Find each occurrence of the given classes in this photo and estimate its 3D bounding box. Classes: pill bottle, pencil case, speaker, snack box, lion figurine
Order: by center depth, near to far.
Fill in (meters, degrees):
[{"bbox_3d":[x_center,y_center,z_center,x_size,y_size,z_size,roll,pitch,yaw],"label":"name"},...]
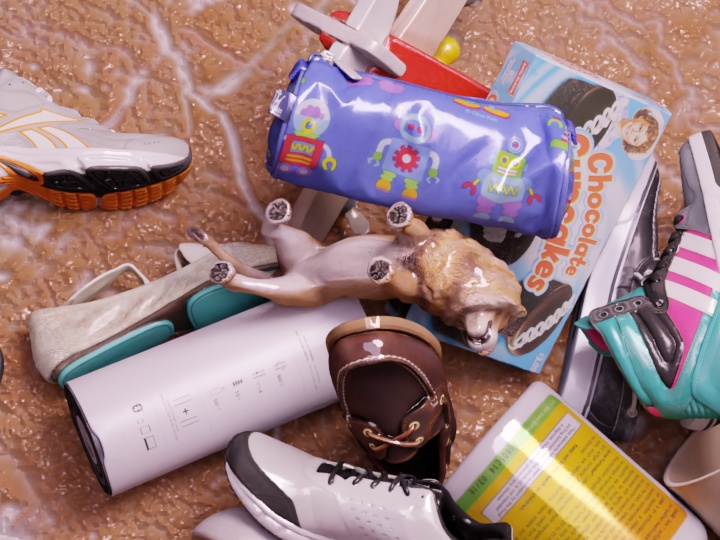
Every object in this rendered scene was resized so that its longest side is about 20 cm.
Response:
[{"bbox_3d":[0.038,-0.080,1.459,0.199,0.078,0.087,13,111,-5],"label":"pencil case"},{"bbox_3d":[0.000,0.000,1.487,0.200,0.122,0.073,9,78,25],"label":"lion figurine"},{"bbox_3d":[0.154,0.176,1.521,0.200,0.111,0.111,41,72,6],"label":"pill bottle"},{"bbox_3d":[-0.088,0.074,1.536,0.200,0.081,0.081,-22,77,-13],"label":"speaker"},{"bbox_3d":[0.111,-0.039,1.549,0.116,0.037,0.200,19,103,-29],"label":"snack box"}]

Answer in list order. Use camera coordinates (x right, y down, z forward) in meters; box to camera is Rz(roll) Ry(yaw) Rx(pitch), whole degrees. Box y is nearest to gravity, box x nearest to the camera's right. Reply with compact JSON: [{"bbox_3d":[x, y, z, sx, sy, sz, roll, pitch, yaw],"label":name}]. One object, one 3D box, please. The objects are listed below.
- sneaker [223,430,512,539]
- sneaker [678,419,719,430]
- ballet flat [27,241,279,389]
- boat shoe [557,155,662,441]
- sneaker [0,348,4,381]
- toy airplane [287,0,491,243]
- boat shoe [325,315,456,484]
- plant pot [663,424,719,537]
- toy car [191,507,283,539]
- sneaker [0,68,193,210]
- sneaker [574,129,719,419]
[{"bbox_3d":[0.008,0.149,1.483,0.200,0.074,0.080,29,115,0],"label":"sneaker"},{"bbox_3d":[0.262,0.018,1.595,0.079,0.078,0.200,12,65,-8],"label":"sneaker"},{"bbox_3d":[-0.128,0.014,1.556,0.200,0.067,0.062,-22,66,-11],"label":"ballet flat"},{"bbox_3d":[0.185,0.018,1.593,0.068,0.074,0.200,15,72,0],"label":"boat shoe"},{"bbox_3d":[-0.329,0.054,1.492,0.200,0.115,0.076,1,73,-8],"label":"sneaker"},{"bbox_3d":[0.023,-0.128,1.577,0.200,0.141,0.200,-20,116,-24],"label":"toy airplane"},{"bbox_3d":[0.026,0.089,1.486,0.070,0.200,0.071,-9,67,12],"label":"boat shoe"},{"bbox_3d":[0.332,0.160,1.531,0.187,0.187,0.200,-39,94,-17],"label":"plant pot"},{"bbox_3d":[-0.062,0.246,1.451,0.200,0.150,0.175,33,71,3],"label":"toy car"},{"bbox_3d":[-0.213,-0.094,1.577,0.199,0.076,0.092,1,69,-9],"label":"sneaker"},{"bbox_3d":[0.197,0.011,1.523,0.120,0.084,0.200,-14,61,17],"label":"sneaker"}]
